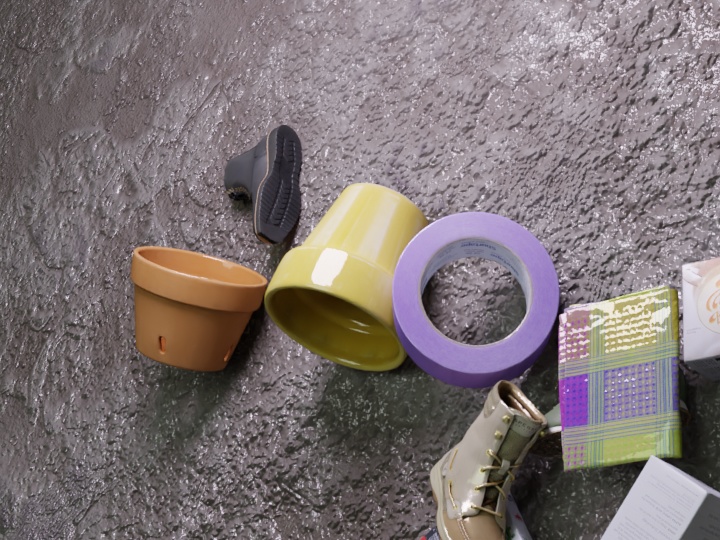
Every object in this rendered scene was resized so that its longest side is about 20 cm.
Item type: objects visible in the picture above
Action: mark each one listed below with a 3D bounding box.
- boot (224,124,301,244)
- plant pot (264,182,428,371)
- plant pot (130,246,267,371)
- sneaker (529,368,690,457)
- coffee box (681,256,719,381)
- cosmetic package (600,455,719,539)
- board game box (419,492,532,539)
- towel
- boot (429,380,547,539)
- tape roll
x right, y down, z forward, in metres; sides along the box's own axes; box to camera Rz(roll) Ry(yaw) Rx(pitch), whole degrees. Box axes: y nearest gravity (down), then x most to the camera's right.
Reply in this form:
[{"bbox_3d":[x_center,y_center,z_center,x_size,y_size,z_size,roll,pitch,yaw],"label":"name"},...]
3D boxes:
[{"bbox_3d":[-0.160,-0.109,1.985,0.137,0.077,0.202,-23,43,37],"label":"boot"},{"bbox_3d":[0.000,0.000,1.707,0.199,0.201,0.190,-2,53,41],"label":"plant pot"},{"bbox_3d":[-0.247,0.059,1.904,0.199,0.198,0.142,24,103,46],"label":"plant pot"},{"bbox_3d":[0.276,0.146,1.466,0.199,0.067,0.091,-20,49,35],"label":"sneaker"},{"bbox_3d":[0.439,0.038,1.351,0.198,0.079,0.116,-14,61,38],"label":"coffee box"},{"bbox_3d":[0.297,0.303,1.332,0.081,0.112,0.202,31,93,46],"label":"cosmetic package"},{"bbox_3d":[0.141,0.339,1.469,0.126,0.035,0.201,-44,31,14],"label":"board game box"},{"bbox_3d":[0.281,0.115,1.415,0.142,0.023,0.202,-15,58,32],"label":"towel"},{"bbox_3d":[0.150,0.228,1.442,0.156,0.072,0.201,-57,20,21],"label":"boot"},{"bbox_3d":[0.137,0.035,1.566,0.197,0.066,0.203,-1,70,3],"label":"tape roll"}]
